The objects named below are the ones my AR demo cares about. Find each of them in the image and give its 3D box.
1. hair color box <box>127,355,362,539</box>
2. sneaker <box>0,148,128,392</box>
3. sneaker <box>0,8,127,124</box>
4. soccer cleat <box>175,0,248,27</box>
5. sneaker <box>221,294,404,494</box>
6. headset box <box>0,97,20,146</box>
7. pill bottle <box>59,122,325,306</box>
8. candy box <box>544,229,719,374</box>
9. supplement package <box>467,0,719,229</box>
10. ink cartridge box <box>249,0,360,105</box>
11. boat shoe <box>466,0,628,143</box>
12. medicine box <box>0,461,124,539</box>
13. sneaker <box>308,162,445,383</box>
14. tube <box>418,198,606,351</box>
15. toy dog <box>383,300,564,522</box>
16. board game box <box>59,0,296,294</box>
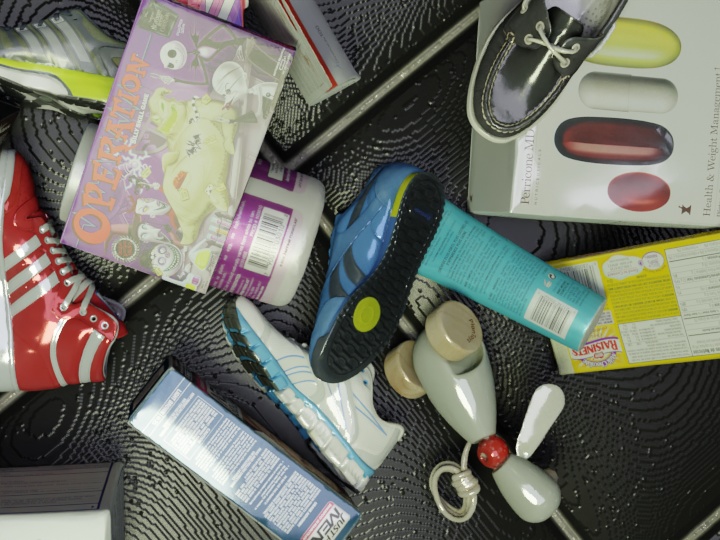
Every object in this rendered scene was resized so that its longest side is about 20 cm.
[{"bbox_3d":[-0.098,0.157,1.045,0.200,0.100,0.061,39,86,-9],"label":"hair color box"},{"bbox_3d":[-0.248,0.000,1.029,0.112,0.071,0.201,0,101,-4],"label":"sneaker"},{"bbox_3d":[-0.260,-0.178,1.027,0.199,0.074,0.081,15,75,-11],"label":"sneaker"},{"bbox_3d":[-0.125,-0.185,0.950,0.076,0.066,0.201,-35,126,-36],"label":"soccer cleat"},{"bbox_3d":[-0.038,0.090,1.073,0.087,0.075,0.200,-42,103,-15],"label":"sneaker"},{"bbox_3d":[-0.386,-0.076,0.987,0.148,0.077,0.201,30,104,-8],"label":"headset box"},{"bbox_3d":[-0.138,-0.050,1.022,0.199,0.112,0.113,18,90,-8],"label":"pill bottle"},{"bbox_3d":[0.240,0.029,1.052,0.026,0.199,0.103,-24,100,-45],"label":"candy box"},{"bbox_3d":[0.207,-0.135,1.049,0.199,0.147,0.193,3,93,-9],"label":"supplement package"},{"bbox_3d":[-0.054,-0.214,0.979,0.057,0.200,0.163,-31,97,-9],"label":"ink cartridge box"},{"bbox_3d":[0.152,-0.184,0.932,0.074,0.060,0.200,39,85,-8],"label":"boat shoe"},{"bbox_3d":[-0.279,0.218,0.971,0.181,0.200,0.104,-1,91,-8],"label":"medicine box"},{"bbox_3d":[0.000,0.000,1.060,0.066,0.078,0.201,36,74,-44],"label":"sneaker"},{"bbox_3d":[0.112,0.000,1.073,0.199,0.050,0.078,30,84,15],"label":"tube"},{"bbox_3d":[0.109,0.112,1.079,0.096,0.131,0.201,-31,104,-44],"label":"toy dog"},{"bbox_3d":[-0.137,-0.094,0.938,0.119,0.032,0.201,20,104,-5],"label":"board game box"}]
